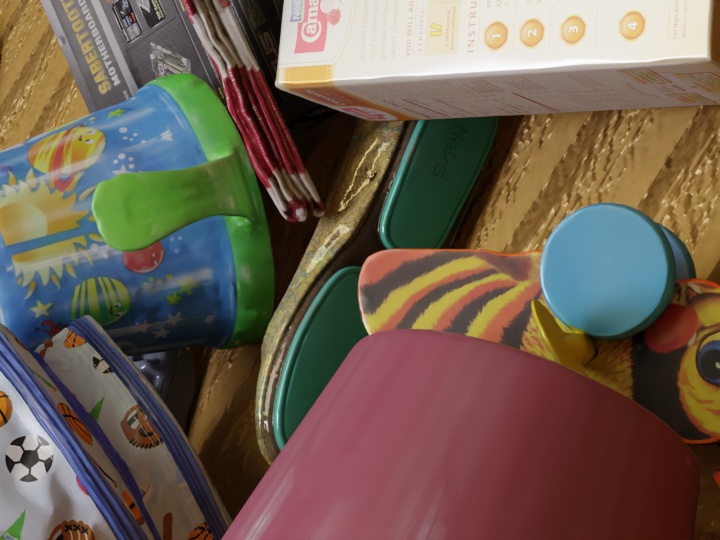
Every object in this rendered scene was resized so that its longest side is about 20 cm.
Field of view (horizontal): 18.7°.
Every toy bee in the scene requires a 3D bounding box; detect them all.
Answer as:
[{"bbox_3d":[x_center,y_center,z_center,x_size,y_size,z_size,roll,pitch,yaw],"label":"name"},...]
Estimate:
[{"bbox_3d":[0.099,0.029,0.767,0.200,0.131,0.109,-14,80,37],"label":"toy bee"}]

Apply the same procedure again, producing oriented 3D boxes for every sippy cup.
[{"bbox_3d":[-0.126,-0.014,1.038,0.140,0.130,0.178,58,153,34],"label":"sippy cup"}]

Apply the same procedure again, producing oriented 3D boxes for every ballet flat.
[{"bbox_3d":[0.000,0.000,0.964,0.071,0.071,0.200,3,64,55],"label":"ballet flat"}]

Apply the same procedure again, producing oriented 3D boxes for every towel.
[{"bbox_3d":[-0.075,-0.123,0.973,0.023,0.200,0.144,-26,19,-2],"label":"towel"}]

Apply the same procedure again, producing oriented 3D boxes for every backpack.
[{"bbox_3d":[-0.139,0.109,0.944,0.154,0.191,0.200,-42,51,-13],"label":"backpack"}]

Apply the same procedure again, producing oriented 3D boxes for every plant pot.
[{"bbox_3d":[0.024,0.127,0.720,0.200,0.200,0.179,-6,56,53],"label":"plant pot"}]

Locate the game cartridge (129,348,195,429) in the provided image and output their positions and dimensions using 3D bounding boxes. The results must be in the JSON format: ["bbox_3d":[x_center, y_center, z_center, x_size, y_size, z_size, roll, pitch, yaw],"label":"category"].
[{"bbox_3d":[-0.152,0.136,1.107,0.133,0.041,0.200,-16,55,54],"label":"game cartridge"}]

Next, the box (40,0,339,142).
[{"bbox_3d":[-0.094,-0.149,1.116,0.158,0.048,0.200,-27,86,44],"label":"box"}]

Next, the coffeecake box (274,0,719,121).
[{"bbox_3d":[0.071,-0.144,0.880,0.200,0.073,0.154,0,81,35],"label":"coffeecake box"}]
